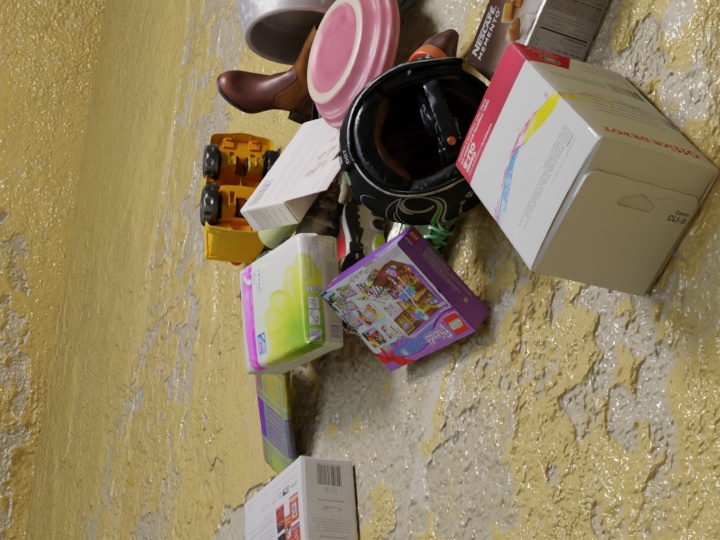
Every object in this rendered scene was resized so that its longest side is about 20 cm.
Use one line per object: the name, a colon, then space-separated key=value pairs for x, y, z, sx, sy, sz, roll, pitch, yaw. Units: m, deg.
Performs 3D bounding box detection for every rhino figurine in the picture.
rhino figurine: x=-0.056 y=-0.065 z=1.671 sx=0.088 sy=0.059 sz=0.200 roll=-63 pitch=1 yaw=-24

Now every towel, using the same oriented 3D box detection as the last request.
towel: x=-0.124 y=0.208 z=1.760 sx=0.143 sy=0.022 sz=0.204 roll=-158 pitch=61 yaw=-65

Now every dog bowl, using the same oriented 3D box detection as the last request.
dog bowl: x=-0.089 y=-0.374 z=1.770 sx=0.200 sy=0.197 sz=0.060 roll=-32 pitch=55 yaw=56

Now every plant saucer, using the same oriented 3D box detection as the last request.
plant saucer: x=-0.017 y=-0.297 z=1.618 sx=0.200 sy=0.050 sz=0.204 roll=-36 pitch=48 yaw=51

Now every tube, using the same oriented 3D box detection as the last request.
tube: x=-0.097 y=-0.098 z=1.765 sx=0.200 sy=0.051 sz=0.059 roll=-43 pitch=52 yaw=55

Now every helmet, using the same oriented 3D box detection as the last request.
helmet: x=0.074 y=-0.145 z=1.345 sx=0.191 sy=0.196 sz=0.204 roll=17 pitch=-97 yaw=-80

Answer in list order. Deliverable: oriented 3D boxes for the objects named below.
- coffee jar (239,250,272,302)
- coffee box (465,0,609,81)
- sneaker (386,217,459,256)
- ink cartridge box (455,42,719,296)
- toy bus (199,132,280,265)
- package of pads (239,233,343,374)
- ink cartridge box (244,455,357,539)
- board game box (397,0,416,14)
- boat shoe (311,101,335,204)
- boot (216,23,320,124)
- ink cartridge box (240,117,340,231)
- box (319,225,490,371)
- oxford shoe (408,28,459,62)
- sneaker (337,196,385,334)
coffee jar: x=-0.111 y=0.052 z=1.778 sx=0.105 sy=0.084 sz=0.200 roll=-60 pitch=29 yaw=9
coffee box: x=0.203 y=-0.293 z=1.282 sx=0.203 sy=0.078 sz=0.115 roll=-68 pitch=28 yaw=22
sneaker: x=0.087 y=-0.055 z=1.449 sx=0.088 sy=0.076 sz=0.204 roll=-6 pitch=79 yaw=50
ink cartridge box: x=0.209 y=-0.098 z=1.124 sx=0.146 sy=0.143 sz=0.201 roll=-65 pitch=29 yaw=26
toy bus: x=-0.212 y=-0.106 z=2.024 sx=0.193 sy=0.133 sz=0.203 roll=112 pitch=158 yaw=-56
package of pads: x=-0.095 y=0.046 z=1.597 sx=0.199 sy=0.067 sz=0.158 roll=-27 pitch=64 yaw=55
ink cartridge box: x=-0.084 y=0.374 z=1.608 sx=0.200 sy=0.083 sz=0.178 roll=-45 pitch=42 yaw=50
board game box: x=0.069 y=-0.459 z=1.636 sx=0.199 sy=0.063 sz=0.150 roll=-30 pitch=55 yaw=59
boat shoe: x=-0.070 y=-0.166 z=1.803 sx=0.075 sy=0.065 sz=0.203 roll=44 pitch=120 yaw=59
boot: x=-0.104 y=-0.303 z=1.789 sx=0.200 sy=0.186 sz=0.070 roll=-41 pitch=34 yaw=53
ink cartridge box: x=-0.055 y=-0.147 z=1.645 sx=0.174 sy=0.045 sz=0.201 roll=-10 pitch=38 yaw=43
box: x=0.049 y=0.039 z=1.416 sx=0.039 sy=0.137 sz=0.199 roll=-47 pitch=9 yaw=-33
oxford shoe: x=0.080 y=-0.242 z=1.553 sx=0.073 sy=0.071 sz=0.200 roll=-54 pitch=4 yaw=-31
sneaker: x=0.000 y=0.000 z=1.614 sx=0.085 sy=0.076 sz=0.203 roll=118 pitch=160 yaw=-62
